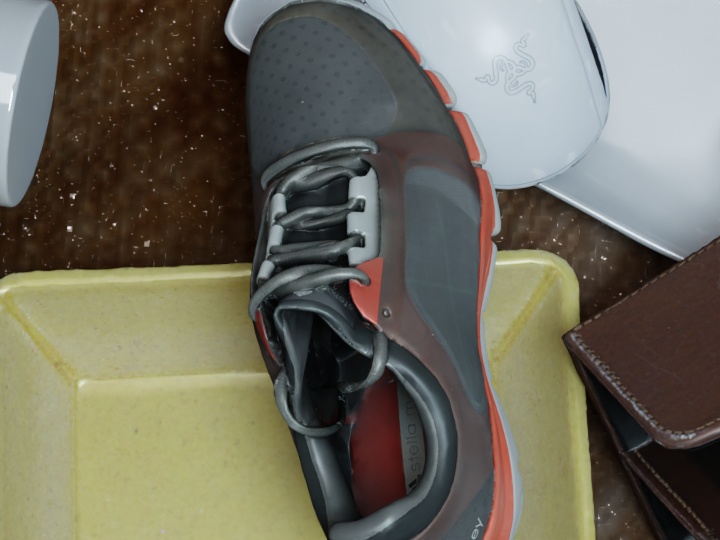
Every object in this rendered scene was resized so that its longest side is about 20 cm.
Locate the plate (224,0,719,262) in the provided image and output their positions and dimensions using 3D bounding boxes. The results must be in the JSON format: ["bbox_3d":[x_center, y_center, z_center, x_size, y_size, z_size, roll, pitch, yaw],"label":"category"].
[{"bbox_3d":[0.082,-0.122,0.870,0.199,0.032,0.201,25,81,6],"label":"plate"}]

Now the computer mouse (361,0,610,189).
[{"bbox_3d":[0.023,-0.124,0.833,0.109,0.044,0.201,-27,80,-5],"label":"computer mouse"}]

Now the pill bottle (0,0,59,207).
[{"bbox_3d":[-0.204,-0.074,0.823,0.199,0.111,0.112,12,79,3],"label":"pill bottle"}]

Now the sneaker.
[{"bbox_3d":[0.000,0.000,0.766,0.077,0.082,0.201,-22,71,19],"label":"sneaker"}]

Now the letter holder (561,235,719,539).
[{"bbox_3d":[0.190,0.035,0.768,0.199,0.142,0.101,-31,121,-5],"label":"letter holder"}]

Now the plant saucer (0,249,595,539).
[{"bbox_3d":[-0.023,0.099,0.812,0.199,0.048,0.201,-2,72,0],"label":"plant saucer"}]
